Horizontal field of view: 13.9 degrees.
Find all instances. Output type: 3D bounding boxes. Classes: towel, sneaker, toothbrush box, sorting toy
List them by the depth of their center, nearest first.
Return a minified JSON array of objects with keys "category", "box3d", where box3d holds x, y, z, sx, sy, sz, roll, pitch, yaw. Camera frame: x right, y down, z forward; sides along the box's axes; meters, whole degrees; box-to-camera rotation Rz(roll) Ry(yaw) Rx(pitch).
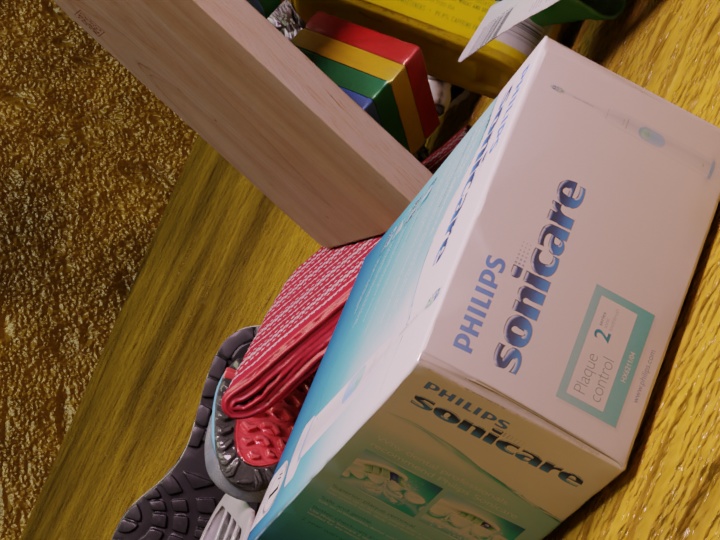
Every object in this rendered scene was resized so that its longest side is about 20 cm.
[{"category":"toothbrush box","box3d":[0.045,0.030,1.094,0.146,0.085,0.200,-67,7,-31]},{"category":"sorting toy","box3d":[-0.044,-0.109,1.482,0.070,0.200,0.199,-49,9,-13]},{"category":"towel","box3d":[0.000,0.000,1.516,0.145,0.022,0.200,-39,9,19]},{"category":"sneaker","box3d":[-0.041,0.088,1.587,0.096,0.079,0.200,-65,-3,25]},{"category":"sneaker","box3d":[-0.083,0.130,1.780,0.200,0.076,0.088,-60,-7,-1]}]

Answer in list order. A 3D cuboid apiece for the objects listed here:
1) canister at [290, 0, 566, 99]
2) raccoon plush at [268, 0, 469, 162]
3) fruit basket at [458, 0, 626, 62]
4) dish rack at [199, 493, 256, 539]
[{"category":"canister","box3d":[0.063,-0.203,1.534,0.087,0.148,0.200,87,-155,-75]},{"category":"raccoon plush","box3d":[-0.004,-0.144,1.760,0.097,0.200,0.134,0,-49,-47]},{"category":"fruit basket","box3d":[0.129,-0.196,1.378,0.200,0.094,0.185,-23,39,55]},{"category":"dish rack","box3d":[-0.088,0.218,1.547,0.200,0.044,0.172,-64,8,-2]}]
